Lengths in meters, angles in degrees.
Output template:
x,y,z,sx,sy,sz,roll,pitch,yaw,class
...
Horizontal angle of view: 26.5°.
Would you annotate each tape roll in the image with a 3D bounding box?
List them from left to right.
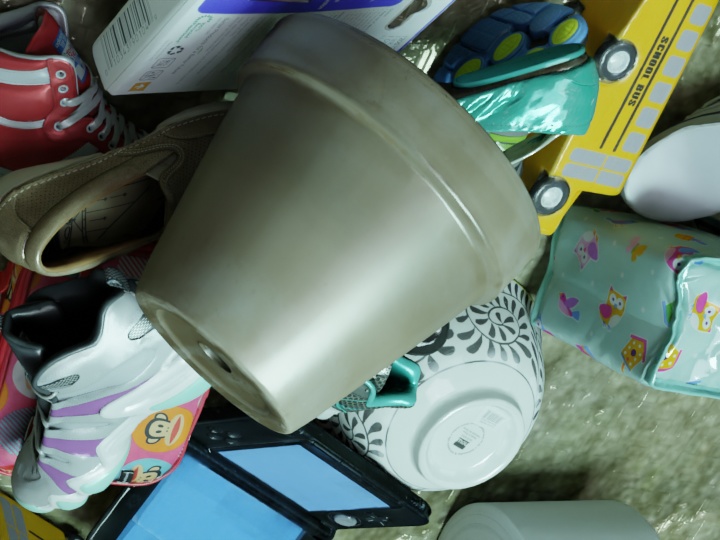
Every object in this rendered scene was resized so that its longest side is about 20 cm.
x,y,z,sx,sy,sz,roll,pitch,yaw,class
0.159,0.296,1.288,0.138,0.203,0.204,3,123,-26,tape roll

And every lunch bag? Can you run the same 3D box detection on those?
x,y,z,sx,sy,sz,roll,pitch,yaw,class
-0.186,0.047,1.035,0.174,0.082,0.202,9,119,-24,lunch bag
0.258,0.025,1.147,0.198,0.170,0.123,7,102,-28,lunch bag

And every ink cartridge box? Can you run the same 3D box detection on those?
x,y,z,sx,sy,sz,roll,pitch,yaw,class
-0.027,-0.168,0.895,0.198,0.044,0.198,-7,160,-39,ink cartridge box

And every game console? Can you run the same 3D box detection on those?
x,y,z,sx,sy,sz,roll,pitch,yaw,class
-0.073,0.196,1.161,0.174,0.118,0.200,-9,145,39,game console

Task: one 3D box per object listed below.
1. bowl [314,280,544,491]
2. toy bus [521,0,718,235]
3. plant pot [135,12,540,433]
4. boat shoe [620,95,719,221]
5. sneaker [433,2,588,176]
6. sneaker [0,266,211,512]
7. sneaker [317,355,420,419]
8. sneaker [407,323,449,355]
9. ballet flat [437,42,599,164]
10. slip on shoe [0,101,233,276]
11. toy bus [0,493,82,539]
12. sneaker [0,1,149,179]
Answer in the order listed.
x,y,z,sx,sy,sz,roll,pitch,yaw,class
0.069,0.105,1.178,0.198,0.094,0.203,-13,129,-16,bowl
0.167,-0.122,1.074,0.077,0.065,0.202,7,120,-30,toy bus
-0.029,-0.013,0.857,0.174,0.199,0.201,-48,133,-15,plant pot
0.275,-0.100,1.139,0.199,0.066,0.073,-29,109,-6,boat shoe
0.086,-0.101,1.058,0.082,0.071,0.200,16,119,-46,sneaker
-0.188,0.064,0.927,0.139,0.078,0.200,26,119,-40,sneaker
-0.023,0.052,1.031,0.200,0.090,0.079,29,68,-58,sneaker
0.002,-0.002,1.040,0.060,0.104,0.200,-45,111,-4,sneaker
0.055,-0.093,0.976,0.197,0.067,0.071,-9,106,8,ballet flat
-0.122,-0.047,0.912,0.198,0.060,0.077,-17,124,-31,slip on shoe
-0.249,0.224,1.123,0.065,0.079,0.200,-39,130,7,toy bus
-0.163,-0.094,0.942,0.198,0.072,0.113,13,122,-29,sneaker
